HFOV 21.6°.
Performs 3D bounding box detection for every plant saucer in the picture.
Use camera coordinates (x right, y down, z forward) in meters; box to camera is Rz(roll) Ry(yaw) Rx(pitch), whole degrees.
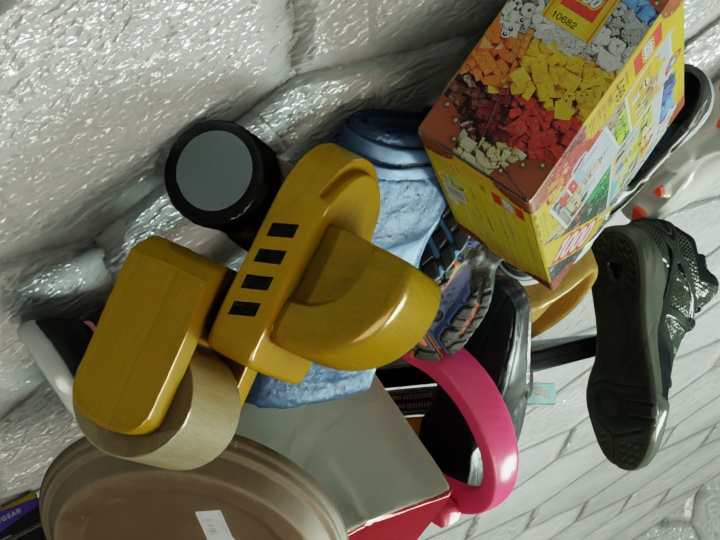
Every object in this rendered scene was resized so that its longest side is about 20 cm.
[{"bbox_3d":[-0.106,0.170,1.173,0.200,0.199,0.030,-46,-159,39],"label":"plant saucer"}]

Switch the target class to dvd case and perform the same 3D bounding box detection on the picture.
[{"bbox_3d":[0.044,0.108,1.533,0.198,0.022,0.146,-6,174,23],"label":"dvd case"},{"bbox_3d":[0.089,0.075,1.529,0.199,0.018,0.142,-8,180,38],"label":"dvd case"}]

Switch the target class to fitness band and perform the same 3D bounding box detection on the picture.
[{"bbox_3d":[0.037,0.101,1.364,0.037,0.199,0.145,-23,124,-34],"label":"fitness band"}]

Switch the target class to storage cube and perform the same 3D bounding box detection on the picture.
[{"bbox_3d":[-0.072,0.161,1.341,0.170,0.201,0.180,-16,151,-40],"label":"storage cube"}]

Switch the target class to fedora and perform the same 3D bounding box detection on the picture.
[{"bbox_3d":[0.113,0.006,1.421,0.199,0.082,0.201,-30,163,-10],"label":"fedora"}]

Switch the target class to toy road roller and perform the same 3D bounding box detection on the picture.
[{"bbox_3d":[-0.048,0.027,1.011,0.201,0.145,0.123,-64,161,-2],"label":"toy road roller"}]

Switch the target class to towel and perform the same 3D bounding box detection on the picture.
[{"bbox_3d":[-0.005,-0.005,1.143,0.111,0.048,0.201,-9,132,-50],"label":"towel"}]

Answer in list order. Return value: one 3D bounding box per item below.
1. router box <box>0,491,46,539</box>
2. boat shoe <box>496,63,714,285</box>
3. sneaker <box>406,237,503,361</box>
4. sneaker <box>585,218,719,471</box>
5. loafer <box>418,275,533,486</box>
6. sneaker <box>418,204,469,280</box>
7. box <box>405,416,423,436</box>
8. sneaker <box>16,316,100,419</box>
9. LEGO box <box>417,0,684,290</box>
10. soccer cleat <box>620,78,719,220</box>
[{"bbox_3d":[-0.228,0.272,1.432,0.052,0.158,0.200,-26,163,-16],"label":"router box"},{"bbox_3d":[0.164,-0.071,1.308,0.200,0.069,0.057,-46,173,4],"label":"boat shoe"},{"bbox_3d":[0.078,-0.037,1.281,0.075,0.079,0.200,32,105,-30],"label":"sneaker"},{"bbox_3d":[0.233,0.054,1.487,0.114,0.202,0.076,-15,-162,-42],"label":"sneaker"},{"bbox_3d":[0.093,0.077,1.374,0.072,0.073,0.201,-26,146,-35],"label":"loafer"},{"bbox_3d":[0.000,0.000,1.256,0.199,0.075,0.087,-35,175,24],"label":"sneaker"},{"bbox_3d":[-0.012,0.145,1.523,0.198,0.049,0.117,-5,175,27],"label":"box"},{"bbox_3d":[-0.133,0.039,1.115,0.099,0.071,0.200,-35,169,3],"label":"sneaker"},{"bbox_3d":[0.116,-0.090,1.090,0.150,0.077,0.200,-54,164,-6],"label":"LEGO box"},{"bbox_3d":[0.277,-0.102,1.453,0.200,0.070,0.077,-36,169,37],"label":"soccer cleat"}]
